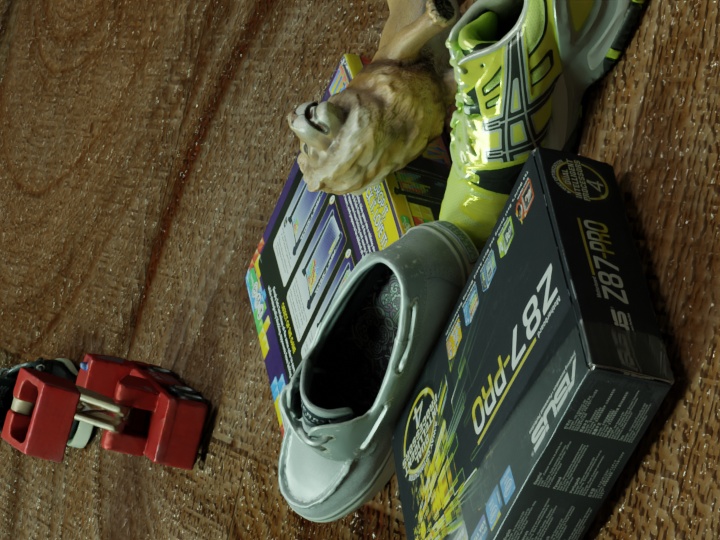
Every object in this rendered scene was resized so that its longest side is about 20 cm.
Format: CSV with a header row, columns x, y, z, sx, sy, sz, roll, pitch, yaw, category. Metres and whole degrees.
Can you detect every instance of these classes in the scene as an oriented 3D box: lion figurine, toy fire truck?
x,y,z,sx,sy,sz,roll,pitch,yaw,category
0.032,-0.131,1.622,0.122,0.072,0.200,-39,19,46,lion figurine
-0.177,0.090,1.996,0.200,0.140,0.049,-150,75,-70,toy fire truck

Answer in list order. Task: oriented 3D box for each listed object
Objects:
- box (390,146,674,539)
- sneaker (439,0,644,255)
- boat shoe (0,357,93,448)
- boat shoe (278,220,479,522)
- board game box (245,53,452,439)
x,y,z,sx,sy,sz,roll,pitch,yaw,category
0.077,0.068,1.438,0.162,0.049,0.200,-101,30,-48,box
0.072,-0.092,1.517,0.076,0.076,0.201,-112,38,-56,sneaker
-0.258,0.102,2.326,0.199,0.066,0.075,-162,85,-71,boat shoe
-0.007,0.056,1.551,0.070,0.071,0.201,47,129,25,boat shoe
0.000,0.000,1.690,0.200,0.056,0.166,-106,37,-54,board game box
